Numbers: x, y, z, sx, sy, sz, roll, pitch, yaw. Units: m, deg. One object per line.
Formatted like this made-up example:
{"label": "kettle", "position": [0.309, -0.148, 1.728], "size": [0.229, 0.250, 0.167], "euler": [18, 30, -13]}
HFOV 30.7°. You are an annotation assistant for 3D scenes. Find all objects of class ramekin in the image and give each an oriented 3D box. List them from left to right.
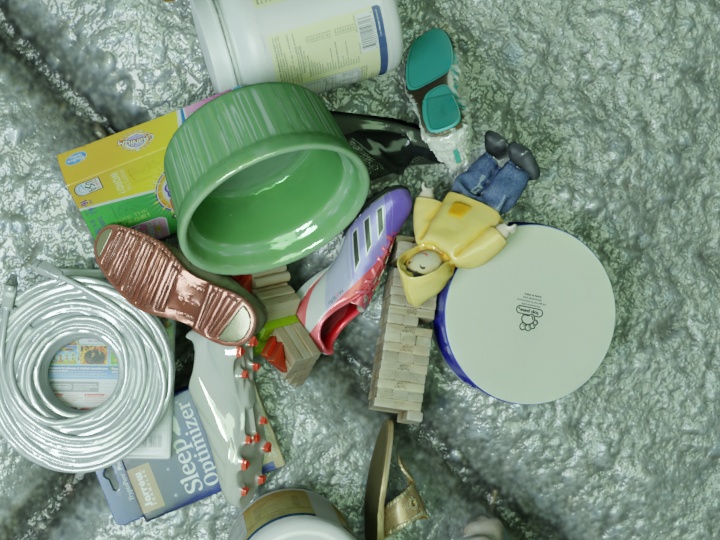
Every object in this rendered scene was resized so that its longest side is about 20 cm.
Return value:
{"label": "ramekin", "position": [-0.099, -0.094, 1.302], "size": [0.198, 0.201, 0.098], "euler": [-21, 61, -7]}

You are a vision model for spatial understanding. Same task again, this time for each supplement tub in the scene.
{"label": "supplement tub", "position": [-0.069, 0.310, 1.372], "size": [0.143, 0.200, 0.146], "euler": [0, 92, -8]}
{"label": "supplement tub", "position": [-0.068, -0.255, 1.377], "size": [0.198, 0.145, 0.146], "euler": [-17, 95, -7]}

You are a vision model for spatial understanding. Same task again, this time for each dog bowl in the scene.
{"label": "dog bowl", "position": [0.179, 0.046, 1.459], "size": [0.198, 0.079, 0.202], "euler": [0, 92, -8]}

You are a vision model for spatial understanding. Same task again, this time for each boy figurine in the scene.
{"label": "boy figurine", "position": [0.102, -0.053, 1.397], "size": [0.124, 0.065, 0.200], "euler": [34, 77, 31]}

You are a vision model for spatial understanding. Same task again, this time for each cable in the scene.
{"label": "cable", "position": [-0.292, 0.106, 1.360], "size": [0.198, 0.069, 0.202], "euler": [19, 83, -3]}

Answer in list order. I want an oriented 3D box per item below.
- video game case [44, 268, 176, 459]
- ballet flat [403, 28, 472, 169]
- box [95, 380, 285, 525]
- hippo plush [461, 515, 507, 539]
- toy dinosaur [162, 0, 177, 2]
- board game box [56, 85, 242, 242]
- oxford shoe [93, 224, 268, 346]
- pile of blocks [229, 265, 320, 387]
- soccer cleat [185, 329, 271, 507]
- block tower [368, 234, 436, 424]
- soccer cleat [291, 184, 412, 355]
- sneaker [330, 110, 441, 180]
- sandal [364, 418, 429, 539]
{"label": "video game case", "position": [-0.270, 0.100, 1.406], "size": [0.142, 0.018, 0.202], "euler": [1, 83, -4]}
{"label": "ballet flat", "position": [0.087, -0.180, 1.408], "size": [0.071, 0.201, 0.072], "euler": [-1, 132, -1]}
{"label": "box", "position": [-0.194, 0.193, 1.435], "size": [0.198, 0.032, 0.122], "euler": [-22, 95, -6]}
{"label": "hippo plush", "position": [0.087, 0.355, 1.433], "size": [0.159, 0.200, 0.161], "euler": [-8, 93, 15]}
{"label": "toy dinosaur", "position": [-0.166, -0.316, 1.365], "size": [0.101, 0.199, 0.058], "euler": [-54, 129, -17]}
{"label": "board game box", "position": [-0.197, -0.099, 1.363], "size": [0.198, 0.153, 0.041], "euler": [-22, 62, -6]}
{"label": "oxford shoe", "position": [-0.186, 0.016, 1.355], "size": [0.199, 0.074, 0.071], "euler": [33, 102, 11]}
{"label": "pile of blocks", "position": [-0.111, 0.031, 1.408], "size": [0.062, 0.082, 0.202], "euler": [-12, 79, -37]}
{"label": "soccer cleat", "position": [-0.143, 0.153, 1.398], "size": [0.077, 0.069, 0.202], "euler": [3, 104, 26]}
{"label": "block tower", "position": [0.049, 0.063, 1.435], "size": [0.057, 0.054, 0.202], "euler": [8, 80, -8]}
{"label": "soccer cleat", "position": [0.000, 0.000, 1.415], "size": [0.200, 0.073, 0.068], "euler": [-52, 143, 8]}
{"label": "sneaker", "position": [0.009, -0.113, 1.432], "size": [0.197, 0.076, 0.115], "euler": [3, 103, -14]}
{"label": "sandal", "position": [0.040, 0.275, 1.434], "size": [0.069, 0.078, 0.214], "euler": [14, 71, -9]}
